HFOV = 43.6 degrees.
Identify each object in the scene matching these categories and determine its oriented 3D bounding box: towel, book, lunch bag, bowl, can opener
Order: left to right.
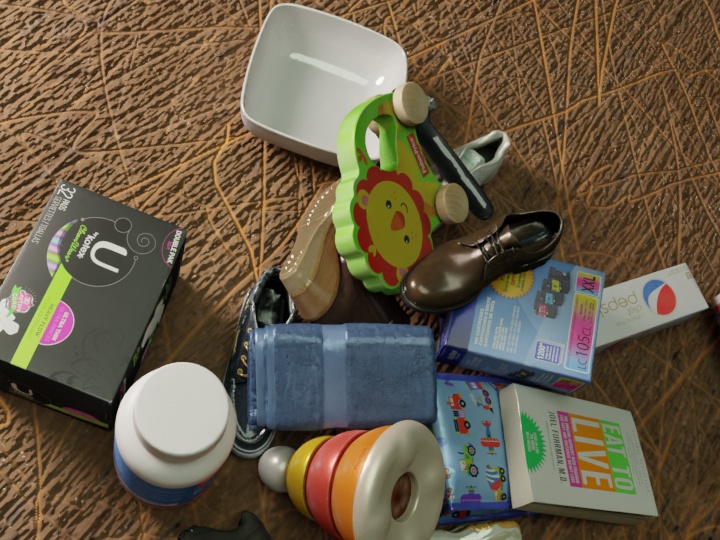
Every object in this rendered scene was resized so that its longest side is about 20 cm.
[{"bbox_3d":[-0.048,-0.224,1.148,0.198,0.075,0.201,17,64,-8],"label":"bowl"},{"bbox_3d":[-0.019,0.111,0.945,0.198,0.049,0.113,0,93,-6],"label":"towel"},{"bbox_3d":[0.095,-0.141,1.097,0.200,0.079,0.063,48,19,2],"label":"can opener"},{"bbox_3d":[0.153,0.201,1.028,0.198,0.094,0.152,4,64,-25],"label":"lunch bag"},{"bbox_3d":[0.246,0.213,1.033,0.199,0.048,0.135,15,57,-32],"label":"book"}]

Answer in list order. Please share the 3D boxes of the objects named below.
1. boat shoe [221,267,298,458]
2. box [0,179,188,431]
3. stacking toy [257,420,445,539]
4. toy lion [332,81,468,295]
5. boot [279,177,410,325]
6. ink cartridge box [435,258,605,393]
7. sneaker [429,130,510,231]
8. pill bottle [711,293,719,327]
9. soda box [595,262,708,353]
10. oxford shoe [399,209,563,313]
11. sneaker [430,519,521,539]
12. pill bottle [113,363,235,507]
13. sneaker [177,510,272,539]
[{"bbox_3d":[-0.112,0.098,0.984,0.070,0.091,0.202,9,66,-12],"label":"boat shoe"},{"bbox_3d":[-0.287,0.039,0.940,0.147,0.124,0.201,21,62,-6],"label":"box"},{"bbox_3d":[-0.025,0.213,0.925,0.146,0.199,0.148,-9,102,-52],"label":"stacking toy"},{"bbox_3d":[0.030,-0.083,0.992,0.191,0.068,0.201,-38,110,-45],"label":"toy lion"},{"bbox_3d":[0.000,0.000,1.025,0.166,0.072,0.201,47,51,-24],"label":"boot"},{"bbox_3d":[0.166,0.049,1.029,0.198,0.076,0.138,13,69,0],"label":"ink cartridge box"},{"bbox_3d":[0.115,-0.119,1.149,0.070,0.080,0.200,47,65,4],"label":"sneaker"},{"bbox_3d":[0.539,0.115,1.156,0.111,0.112,0.202,-6,70,-19],"label":"pill bottle"},{"bbox_3d":[0.340,0.054,1.150,0.198,0.064,0.069,-15,73,-22],"label":"soda box"},{"bbox_3d":[0.131,-0.019,0.964,0.199,0.085,0.073,-27,74,-17],"label":"oxford shoe"},{"bbox_3d":[0.083,0.318,0.958,0.198,0.076,0.089,-2,77,-11],"label":"sneaker"},{"bbox_3d":[-0.180,0.159,0.869,0.111,0.200,0.113,6,67,-14],"label":"pill bottle"},{"bbox_3d":[-0.175,0.307,0.897,0.199,0.076,0.091,-15,63,-29],"label":"sneaker"}]
